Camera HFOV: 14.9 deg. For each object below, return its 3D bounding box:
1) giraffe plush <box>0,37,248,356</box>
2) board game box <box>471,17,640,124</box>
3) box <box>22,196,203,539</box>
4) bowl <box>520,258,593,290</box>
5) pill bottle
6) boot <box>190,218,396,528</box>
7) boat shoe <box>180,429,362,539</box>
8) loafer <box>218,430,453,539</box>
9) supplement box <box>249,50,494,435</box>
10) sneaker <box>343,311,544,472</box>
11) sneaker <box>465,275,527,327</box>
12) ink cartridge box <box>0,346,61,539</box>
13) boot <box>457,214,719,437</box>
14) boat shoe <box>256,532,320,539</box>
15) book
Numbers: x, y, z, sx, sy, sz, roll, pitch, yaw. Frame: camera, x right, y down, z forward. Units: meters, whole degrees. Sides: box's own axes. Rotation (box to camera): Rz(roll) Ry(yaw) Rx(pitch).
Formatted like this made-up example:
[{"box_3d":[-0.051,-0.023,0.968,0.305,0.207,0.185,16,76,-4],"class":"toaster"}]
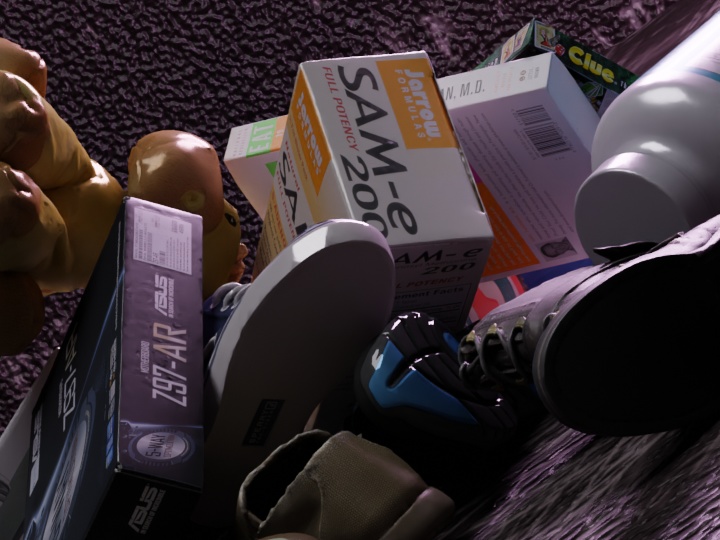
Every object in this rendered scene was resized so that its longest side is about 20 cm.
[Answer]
[{"box_3d":[-0.138,-0.021,1.493,0.161,0.173,0.200,4,-32,-6],"class":"giraffe plush"},{"box_3d":[0.087,-0.067,1.531,0.200,0.104,0.024,-37,32,54],"class":"board game box"},{"box_3d":[-0.122,0.087,1.353,0.200,0.043,0.161,-94,25,-49],"class":"box"},{"box_3d":[0.108,0.000,1.719,0.200,0.039,0.201,-35,2,2],"class":"bowl"},{"box_3d":[0.187,-0.065,1.356,0.200,0.111,0.111,-39,5,-39],"class":"pill bottle"},{"box_3d":[-0.049,0.027,1.334,0.200,0.072,0.091,-58,34,36],"class":"boot"},{"box_3d":[-0.070,0.136,1.417,0.200,0.062,0.075,-37,-23,1],"class":"boat shoe"},{"box_3d":[-0.024,0.113,1.275,0.076,0.068,0.200,-38,5,-31],"class":"loafer"},{"box_3d":[0.000,0.000,1.435,0.073,0.126,0.200,-6,-37,-17],"class":"supplement box"},{"box_3d":[0.031,0.070,1.320,0.082,0.073,0.200,-36,-13,12],"class":"sneaker"},{"box_3d":[0.011,0.057,1.622,0.200,0.070,0.093,-38,0,43],"class":"sneaker"},{"box_3d":[-0.181,0.145,1.550,0.200,0.084,0.146,-59,1,-2],"class":"ink cartridge box"},{"box_3d":[0.102,0.030,1.190,0.200,0.069,0.174,-26,5,-40],"class":"boot"},{"box_3d":[-0.084,0.176,1.216,0.200,0.072,0.076,-34,21,46],"class":"boat shoe"},{"box_3d":[0.043,-0.047,1.507,0.199,0.134,0.048,-11,49,28],"class":"book"}]
